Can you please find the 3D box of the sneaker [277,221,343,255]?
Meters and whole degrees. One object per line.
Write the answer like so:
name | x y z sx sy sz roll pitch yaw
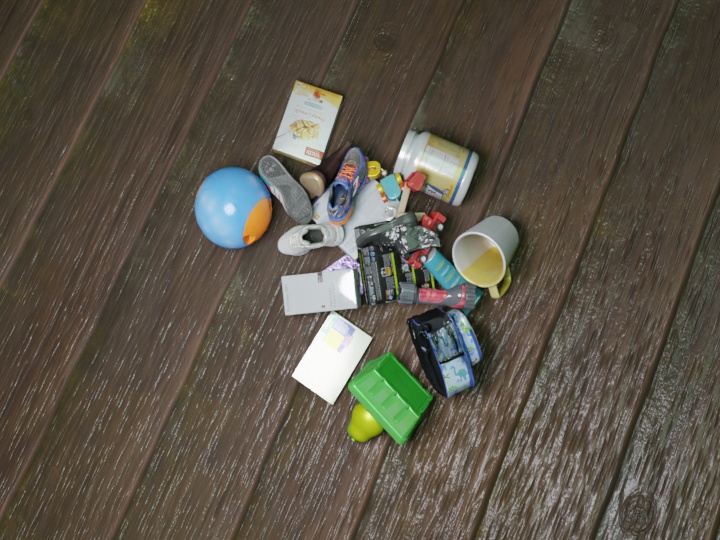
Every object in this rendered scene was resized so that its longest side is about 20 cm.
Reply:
sneaker | -0.145 -0.086 1.566 0.195 0.099 0.081 -14 87 29

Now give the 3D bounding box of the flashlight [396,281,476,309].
flashlight | 0.191 0.059 1.525 0.193 0.068 0.070 6 93 -7

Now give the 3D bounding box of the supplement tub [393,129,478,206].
supplement tub | 0.196 -0.271 1.589 0.195 0.145 0.148 23 83 4

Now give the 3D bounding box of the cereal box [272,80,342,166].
cereal box | -0.143 -0.399 1.662 0.140 0.040 0.206 17 83 3

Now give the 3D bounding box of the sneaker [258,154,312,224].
sneaker | -0.201 -0.209 1.603 0.083 0.121 0.202 -36 102 -6

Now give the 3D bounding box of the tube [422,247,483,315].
tube | 0.237 0.025 1.574 0.078 0.050 0.199 -48 113 -2

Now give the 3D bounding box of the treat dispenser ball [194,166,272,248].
treat dispenser ball | -0.323 -0.160 1.551 0.194 0.201 0.208 0 82 1

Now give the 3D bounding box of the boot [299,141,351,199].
boot | -0.083 -0.271 1.565 0.072 0.200 0.168 38 82 -6

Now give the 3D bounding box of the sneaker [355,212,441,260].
sneaker | 0.090 -0.067 1.469 0.195 0.060 0.107 -24 84 12

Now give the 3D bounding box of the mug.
mug | 0.330 -0.048 1.563 0.147 0.191 0.153 26 43 24

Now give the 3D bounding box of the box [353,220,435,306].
box | 0.090 -0.028 1.564 0.187 0.047 0.207 -12 97 -17

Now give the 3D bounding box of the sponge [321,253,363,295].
sponge | 0.000 0.000 1.612 0.197 0.030 0.113 -34 82 -4

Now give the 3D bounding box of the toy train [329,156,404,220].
toy train | 0.025 -0.206 1.581 0.196 0.056 0.154 25 83 16

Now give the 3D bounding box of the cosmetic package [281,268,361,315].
cosmetic package | -0.100 0.055 1.561 0.193 0.074 0.105 -8 88 11

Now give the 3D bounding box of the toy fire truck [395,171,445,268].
toy fire truck | 0.137 -0.126 1.520 0.139 0.049 0.204 31 85 -18

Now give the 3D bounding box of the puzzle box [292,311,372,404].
puzzle box | -0.072 0.225 1.584 0.131 0.025 0.203 33 84 5

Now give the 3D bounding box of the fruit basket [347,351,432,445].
fruit basket | 0.054 0.341 1.530 0.210 0.155 0.222 14 119 27

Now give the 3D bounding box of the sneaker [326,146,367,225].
sneaker | -0.034 -0.217 1.525 0.073 0.079 0.206 12 77 13

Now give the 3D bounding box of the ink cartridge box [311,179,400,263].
ink cartridge box | -0.014 -0.157 1.618 0.199 0.041 0.200 42 83 18

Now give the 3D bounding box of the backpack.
backpack | 0.218 0.200 1.507 0.143 0.183 0.206 -20 94 -5
